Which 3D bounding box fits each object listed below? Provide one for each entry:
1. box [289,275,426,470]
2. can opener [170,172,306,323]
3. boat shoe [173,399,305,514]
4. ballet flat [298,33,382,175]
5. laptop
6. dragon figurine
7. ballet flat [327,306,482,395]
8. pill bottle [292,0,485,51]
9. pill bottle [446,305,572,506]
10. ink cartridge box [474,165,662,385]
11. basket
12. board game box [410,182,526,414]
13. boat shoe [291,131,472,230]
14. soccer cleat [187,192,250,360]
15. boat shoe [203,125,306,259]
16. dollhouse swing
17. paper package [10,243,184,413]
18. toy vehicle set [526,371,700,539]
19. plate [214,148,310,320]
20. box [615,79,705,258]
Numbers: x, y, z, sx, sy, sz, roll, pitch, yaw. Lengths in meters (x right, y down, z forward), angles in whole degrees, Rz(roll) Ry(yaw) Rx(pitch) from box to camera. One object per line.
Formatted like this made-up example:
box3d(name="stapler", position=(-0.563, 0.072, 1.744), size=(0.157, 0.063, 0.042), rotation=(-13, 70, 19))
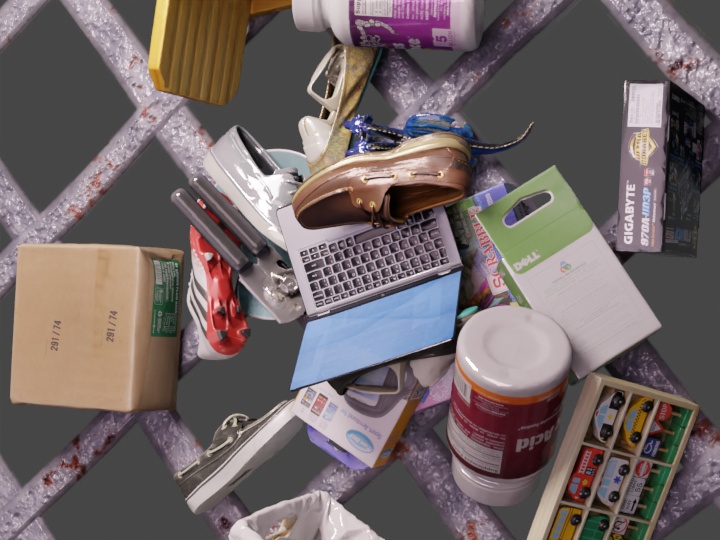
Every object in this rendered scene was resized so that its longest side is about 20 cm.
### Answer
box3d(name="box", position=(0.008, 0.119, 1.539), size=(0.119, 0.041, 0.200), rotation=(32, 101, 22))
box3d(name="can opener", position=(-0.132, -0.021, 1.588), size=(0.053, 0.067, 0.200), rotation=(-43, 87, -9))
box3d(name="boat shoe", position=(-0.143, 0.203, 1.636), size=(0.200, 0.071, 0.064), rotation=(-42, 74, 20))
box3d(name="ballet flat", position=(-0.034, -0.177, 1.580), size=(0.071, 0.071, 0.200), rotation=(14, 84, 25))
box3d(name="laptop", position=(0.000, 0.000, 1.461), size=(0.187, 0.116, 0.200), rotation=(-19, 85, 20))
box3d(name="dragon figurine", position=(0.080, -0.137, 1.523), size=(0.200, 0.099, 0.059), rotation=(4, 91, 25))
box3d(name="ballet flat", position=(0.048, 0.090, 1.470), size=(0.200, 0.068, 0.068), rotation=(-15, 94, 31))
box3d(name="pill bottle", position=(0.032, -0.296, 1.521), size=(0.200, 0.112, 0.112), rotation=(5, 91, 11))
box3d(name="pill bottle", position=(0.147, 0.142, 1.430), size=(0.114, 0.114, 0.200), rotation=(27, 139, 23))
box3d(name="ink cartridge box", position=(0.209, 0.006, 1.450), size=(0.104, 0.059, 0.200), rotation=(-31, 82, -6))
box3d(name="basket", position=(-0.050, 0.370, 1.522), size=(0.200, 0.198, 0.161), rotation=(36, 107, 21))
box3d(name="board game box", position=(0.109, 0.033, 1.537), size=(0.199, 0.041, 0.200), rotation=(-24, 79, 23))
box3d(name="boat shoe", position=(0.020, -0.079, 1.441), size=(0.200, 0.072, 0.068), rotation=(-17, 55, 19))
box3d(name="soccer cleat", position=(-0.172, 0.007, 1.632), size=(0.085, 0.069, 0.200), rotation=(-28, 66, 53))
box3d(name="boat shoe", position=(-0.097, -0.089, 1.594), size=(0.201, 0.070, 0.072), rotation=(45, 110, 22))
box3d(name="dollhouse swing", position=(-0.124, -0.289, 1.567), size=(0.182, 0.200, 0.176), rotation=(-7, 85, 25))
box3d(name="paper package", position=(-0.317, 0.069, 1.704), size=(0.190, 0.103, 0.200), rotation=(2, 89, 24))
box3d(name="toy vehicle set", position=(0.254, 0.212, 1.428), size=(0.027, 0.124, 0.200), rotation=(36, 109, 66))
box3d(name="plate", position=(-0.097, -0.041, 1.646), size=(0.200, 0.026, 0.200), rotation=(-1, 88, 26))
box3d(name="box", position=(0.294, -0.094, 1.367), size=(0.046, 0.200, 0.159), rotation=(3, 91, 23))
